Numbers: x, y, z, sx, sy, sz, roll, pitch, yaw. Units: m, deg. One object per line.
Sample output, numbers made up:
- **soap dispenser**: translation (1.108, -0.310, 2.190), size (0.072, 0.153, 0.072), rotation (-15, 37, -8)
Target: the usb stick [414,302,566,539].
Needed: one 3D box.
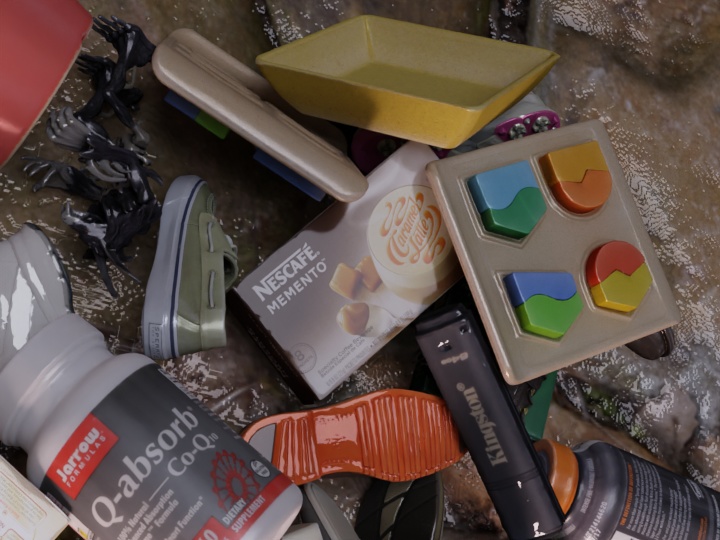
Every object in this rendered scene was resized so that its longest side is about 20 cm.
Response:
- **usb stick**: translation (0.102, 0.122, 0.948), size (0.033, 0.055, 0.202), rotation (-37, 105, -54)

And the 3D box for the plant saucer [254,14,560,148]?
- **plant saucer**: translation (0.042, -0.156, 1.005), size (0.200, 0.198, 0.049), rotation (-38, 137, -55)

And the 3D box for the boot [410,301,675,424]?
- **boot**: translation (0.154, 0.071, 1.019), size (0.199, 0.069, 0.175), rotation (34, 70, -7)

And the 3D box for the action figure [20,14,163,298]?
- **action figure**: translation (-0.203, -0.085, 0.919), size (0.101, 0.119, 0.203), rotation (14, 60, -30)

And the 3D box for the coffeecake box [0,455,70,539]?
- **coffeecake box**: translation (-0.288, 0.220, 0.767), size (0.073, 0.153, 0.200), rotation (43, 63, -7)

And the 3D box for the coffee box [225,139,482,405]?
- **coffee box**: translation (0.000, 0.000, 0.979), size (0.199, 0.080, 0.115), rotation (-39, 92, -15)

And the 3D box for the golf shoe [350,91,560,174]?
- **golf shoe**: translation (0.078, -0.130, 1.091), size (0.197, 0.076, 0.092), rotation (-8, 49, -20)

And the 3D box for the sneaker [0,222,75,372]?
- **sneaker**: translation (-0.236, 0.070, 0.892), size (0.086, 0.075, 0.202), rotation (-23, 81, -13)

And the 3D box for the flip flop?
- **flip flop**: translation (0.043, 0.252, 0.960), size (0.057, 0.080, 0.203), rotation (30, 50, -53)

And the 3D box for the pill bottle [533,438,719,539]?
- **pill bottle**: translation (0.226, 0.211, 1.030), size (0.198, 0.106, 0.107), rotation (25, 67, -16)

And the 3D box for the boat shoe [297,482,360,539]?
- **boat shoe**: translation (-0.008, 0.253, 0.914), size (0.057, 0.067, 0.201), rotation (-38, 60, 5)

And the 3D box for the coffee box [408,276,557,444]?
- **coffee box**: translation (0.123, 0.040, 1.067), size (0.122, 0.044, 0.202), rotation (23, 67, -16)

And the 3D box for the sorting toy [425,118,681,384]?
- **sorting toy**: translation (0.162, -0.023, 0.973), size (0.198, 0.036, 0.187), rotation (-16, 80, -31)

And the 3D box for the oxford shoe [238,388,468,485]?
- **oxford shoe**: translation (-0.008, 0.131, 0.960), size (0.197, 0.073, 0.072), rotation (0, 85, -20)

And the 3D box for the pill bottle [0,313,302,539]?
- **pill bottle**: translation (-0.145, 0.129, 0.794), size (0.199, 0.116, 0.116), rotation (39, 63, 8)

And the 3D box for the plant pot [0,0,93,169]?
- **plant pot**: translation (-0.302, -0.175, 0.863), size (0.176, 0.200, 0.202), rotation (34, 64, -21)

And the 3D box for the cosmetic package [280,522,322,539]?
- **cosmetic package**: translation (-0.119, 0.256, 0.864), size (0.198, 0.103, 0.088), rotation (-15, 81, -28)

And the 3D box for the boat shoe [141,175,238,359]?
- **boat shoe**: translation (-0.123, -0.002, 0.912), size (0.061, 0.073, 0.201), rotation (4, 38, -4)

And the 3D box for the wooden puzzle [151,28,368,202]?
- **wooden puzzle**: translation (-0.086, -0.119, 0.961), size (0.184, 0.200, 0.047), rotation (32, 102, -13)
